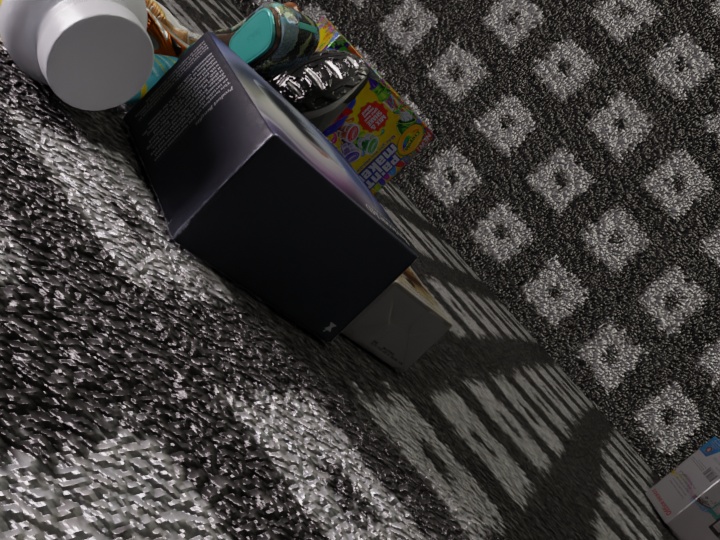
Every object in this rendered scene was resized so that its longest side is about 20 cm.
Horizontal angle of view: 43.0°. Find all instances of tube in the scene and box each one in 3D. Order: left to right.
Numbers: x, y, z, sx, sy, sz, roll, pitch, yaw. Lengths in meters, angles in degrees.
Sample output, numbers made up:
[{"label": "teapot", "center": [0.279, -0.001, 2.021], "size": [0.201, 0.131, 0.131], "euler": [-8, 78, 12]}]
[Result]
[{"label": "tube", "center": [-0.226, -0.195, 0.915], "size": [0.077, 0.050, 0.200], "euler": [42, 13, 0]}]

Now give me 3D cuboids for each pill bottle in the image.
[{"label": "pill bottle", "center": [-0.236, -0.214, 0.720], "size": [0.112, 0.112, 0.200], "euler": [35, 16, -53]}]

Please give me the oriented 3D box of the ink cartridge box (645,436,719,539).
[{"label": "ink cartridge box", "center": [0.744, 0.491, 1.941], "size": [0.146, 0.200, 0.147], "euler": [47, 9, -9]}]

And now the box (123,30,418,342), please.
[{"label": "box", "center": [-0.080, -0.073, 0.806], "size": [0.200, 0.123, 0.199], "euler": [38, 14, -43]}]

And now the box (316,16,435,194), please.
[{"label": "box", "center": [-0.045, -0.193, 1.232], "size": [0.193, 0.200, 0.122], "euler": [41, 10, -27]}]

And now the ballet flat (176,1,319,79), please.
[{"label": "ballet flat", "center": [-0.110, -0.206, 0.895], "size": [0.074, 0.074, 0.200], "euler": [42, -26, -30]}]

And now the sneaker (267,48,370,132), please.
[{"label": "sneaker", "center": [-0.074, -0.154, 0.953], "size": [0.074, 0.200, 0.079], "euler": [52, 2, 27]}]

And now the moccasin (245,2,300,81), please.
[{"label": "moccasin", "center": [-0.104, -0.204, 1.008], "size": [0.074, 0.202, 0.078], "euler": [32, 47, 19]}]

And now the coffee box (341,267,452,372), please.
[{"label": "coffee box", "center": [0.000, 0.000, 0.987], "size": [0.113, 0.080, 0.200], "euler": [37, 13, -44]}]

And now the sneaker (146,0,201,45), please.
[{"label": "sneaker", "center": [-0.223, -0.274, 1.157], "size": [0.200, 0.076, 0.088], "euler": [48, 9, 3]}]

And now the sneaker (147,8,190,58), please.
[{"label": "sneaker", "center": [-0.216, -0.240, 1.060], "size": [0.200, 0.076, 0.092], "euler": [45, 5, -19]}]
